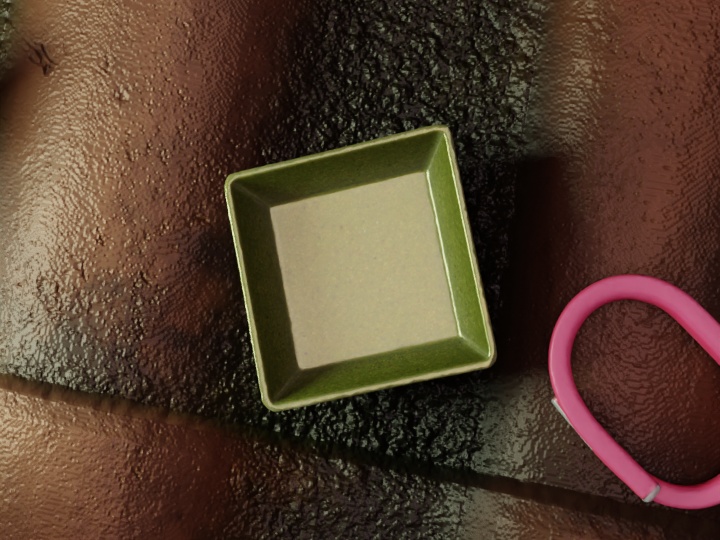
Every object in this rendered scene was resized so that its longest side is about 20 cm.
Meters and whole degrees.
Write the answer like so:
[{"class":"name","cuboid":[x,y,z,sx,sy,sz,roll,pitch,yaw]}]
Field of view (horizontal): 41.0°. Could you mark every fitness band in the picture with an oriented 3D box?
[{"class":"fitness band","cuboid":[0.240,0.097,0.775,0.144,0.037,0.200,-44,83,3]}]

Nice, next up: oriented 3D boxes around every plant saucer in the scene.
[{"class":"plant saucer","cuboid":[0.000,0.000,0.810,0.196,0.048,0.204,-12,84,7]}]
